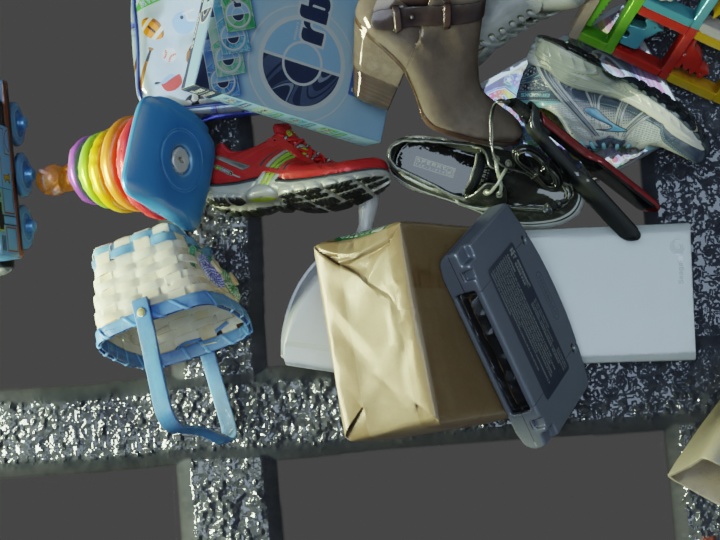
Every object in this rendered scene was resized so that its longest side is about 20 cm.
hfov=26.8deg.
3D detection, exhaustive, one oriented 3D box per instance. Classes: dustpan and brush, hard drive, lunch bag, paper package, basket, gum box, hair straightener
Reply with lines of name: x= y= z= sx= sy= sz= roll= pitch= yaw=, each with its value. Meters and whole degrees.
dustpan and brush: x=0.000 y=0.000 z=1.510 sx=0.138 sy=0.057 sz=0.203 roll=8 pitch=95 yaw=-4
hard drive: x=0.226 y=0.024 z=1.487 sx=0.197 sy=0.026 sz=0.134 roll=-2 pitch=87 yaw=8
lunch bag: x=-0.137 y=-0.226 z=1.523 sx=0.197 sy=0.076 sz=0.163 roll=-5 pitch=89 yaw=6
paper package: x=0.063 y=0.054 z=1.410 sx=0.103 sy=0.199 sz=0.193 roll=-15 pitch=82 yaw=33
basket: x=-0.178 y=0.065 z=1.463 sx=0.137 sy=0.176 sz=0.202 roll=-16 pitch=76 yaw=10
gum box: x=-0.057 y=-0.229 z=1.452 sx=0.198 sy=0.044 sz=0.172 roll=15 pitch=83 yaw=-23
hair straightener: x=0.193 y=-0.089 z=1.429 sx=0.199 sy=0.041 sz=0.077 roll=39 pitch=76 yaw=-19

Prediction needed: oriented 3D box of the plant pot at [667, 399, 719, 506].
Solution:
plant pot: x=0.422 y=0.151 z=1.380 sx=0.198 sy=0.200 sz=0.178 roll=29 pitch=80 yaw=8

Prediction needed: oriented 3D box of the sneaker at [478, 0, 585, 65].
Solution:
sneaker: x=0.135 y=-0.239 z=1.472 sx=0.198 sy=0.072 sz=0.086 roll=-2 pitch=90 yaw=35

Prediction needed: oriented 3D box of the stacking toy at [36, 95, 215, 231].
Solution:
stacking toy: x=-0.250 y=-0.100 z=1.513 sx=0.198 sy=0.116 sz=0.111 roll=-5 pitch=66 yaw=36

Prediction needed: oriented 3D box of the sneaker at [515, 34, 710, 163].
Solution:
sneaker: x=0.242 y=-0.148 z=1.462 sx=0.199 sy=0.078 sz=0.087 roll=30 pitch=109 yaw=10

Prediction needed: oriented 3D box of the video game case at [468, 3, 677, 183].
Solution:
video game case: x=0.207 y=-0.153 z=1.502 sx=0.198 sy=0.018 sz=0.144 roll=-29 pitch=85 yaw=5

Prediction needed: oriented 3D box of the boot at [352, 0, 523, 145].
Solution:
boot: x=0.086 y=-0.209 z=1.426 sx=0.198 sy=0.070 sz=0.147 roll=14 pitch=118 yaw=-17

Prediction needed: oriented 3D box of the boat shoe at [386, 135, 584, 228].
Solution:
boat shoe: x=0.120 y=-0.087 z=1.468 sx=0.197 sy=0.064 sz=0.072 roll=12 pitch=89 yaw=7

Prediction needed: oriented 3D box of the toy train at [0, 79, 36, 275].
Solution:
toy train: x=-0.382 y=-0.097 z=1.527 sx=0.086 sy=0.114 sz=0.203 roll=-6 pitch=87 yaw=6

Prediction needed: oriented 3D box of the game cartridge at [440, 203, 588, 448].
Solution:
game cartridge: x=0.147 y=0.047 z=1.407 sx=0.041 sy=0.133 sz=0.202 roll=-18 pitch=105 yaw=30

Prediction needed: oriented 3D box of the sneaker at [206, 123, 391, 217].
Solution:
sneaker: x=-0.066 y=-0.105 z=1.497 sx=0.197 sy=0.077 sz=0.086 roll=-2 pitch=76 yaw=19

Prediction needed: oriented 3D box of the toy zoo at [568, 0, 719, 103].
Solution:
toy zoo: x=0.314 y=-0.235 z=1.432 sx=0.198 sy=0.021 sz=0.132 roll=23 pitch=135 yaw=-7
